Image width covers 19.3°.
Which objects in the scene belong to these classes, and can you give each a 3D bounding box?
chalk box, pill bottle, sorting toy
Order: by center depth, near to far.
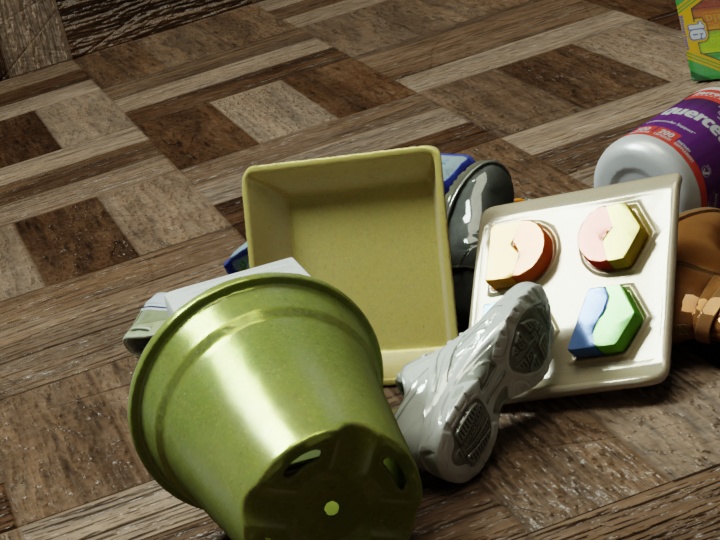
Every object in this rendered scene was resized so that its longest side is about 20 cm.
[{"bbox_3d":[0.167,0.013,1.716,0.184,0.036,0.201,-10,55,31],"label":"sorting toy"},{"bbox_3d":[0.316,-0.103,2.002,0.112,0.113,0.200,2,25,43],"label":"pill bottle"},{"bbox_3d":[0.483,-0.303,2.454,0.199,0.125,0.124,-4,20,34],"label":"chalk box"}]

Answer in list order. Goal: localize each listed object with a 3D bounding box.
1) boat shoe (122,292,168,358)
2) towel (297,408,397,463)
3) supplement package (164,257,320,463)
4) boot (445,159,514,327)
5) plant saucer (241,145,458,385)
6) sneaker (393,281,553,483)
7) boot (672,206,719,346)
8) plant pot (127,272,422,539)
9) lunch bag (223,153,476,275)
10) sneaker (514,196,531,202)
[{"bbox_3d":[-0.149,0.066,1.973,0.200,0.072,0.062,4,50,54],"label":"boat shoe"},{"bbox_3d":[-0.033,0.138,1.720,0.199,0.018,0.086,-7,14,26],"label":"towel"},{"bbox_3d":[-0.080,0.076,1.718,0.119,0.122,0.200,-15,12,-9],"label":"supplement package"},{"bbox_3d":[0.141,-0.010,1.831,0.200,0.072,0.183,3,68,55],"label":"boot"},{"bbox_3d":[0.000,0.000,1.843,0.199,0.201,0.048,-5,1,29],"label":"plant saucer"},{"bbox_3d":[0.077,0.076,1.641,0.099,0.078,0.200,5,41,37],"label":"sneaker"},{"bbox_3d":[0.301,0.007,1.743,0.155,0.077,0.200,7,22,42],"label":"boot"},{"bbox_3d":[-0.047,0.128,1.510,0.200,0.201,0.184,-19,28,-12],"label":"plant pot"},{"bbox_3d":[0.005,-0.031,1.972,0.200,0.128,0.170,-31,7,33],"label":"lunch bag"},{"bbox_3d":[0.150,-0.039,2.001,0.074,0.080,0.200,-19,17,-8],"label":"sneaker"}]
